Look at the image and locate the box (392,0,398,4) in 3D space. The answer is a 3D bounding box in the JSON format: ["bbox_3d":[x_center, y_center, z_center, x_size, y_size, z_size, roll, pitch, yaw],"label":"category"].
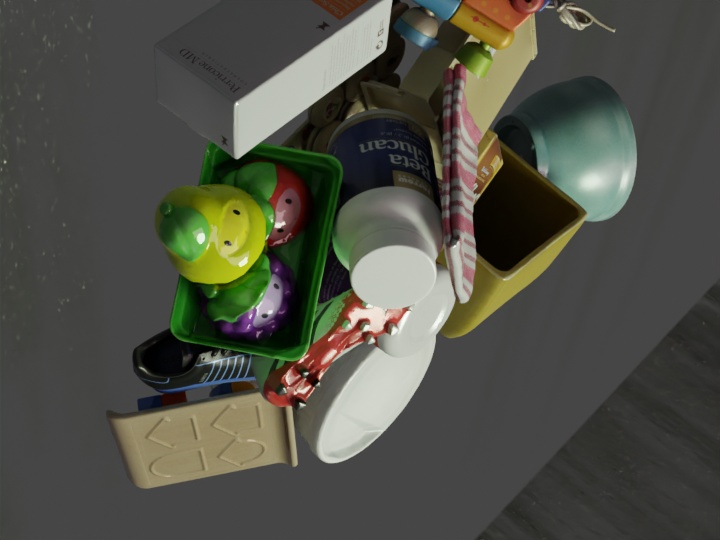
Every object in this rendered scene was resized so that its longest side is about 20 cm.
[{"bbox_3d":[0.037,-0.324,1.332,0.200,0.038,0.137,-39,156,-32],"label":"box"}]

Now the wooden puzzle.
[{"bbox_3d":[-0.175,0.180,1.560,0.199,0.046,0.185,-6,148,-4],"label":"wooden puzzle"}]

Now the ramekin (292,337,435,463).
[{"bbox_3d":[-0.012,0.117,1.612,0.202,0.094,0.203,-41,153,-26],"label":"ramekin"}]

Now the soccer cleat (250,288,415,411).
[{"bbox_3d":[-0.029,0.057,1.409,0.200,0.085,0.069,-43,132,-1],"label":"soccer cleat"}]

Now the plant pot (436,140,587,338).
[{"bbox_3d":[0.138,-0.028,1.815,0.195,0.194,0.200,-35,158,-40],"label":"plant pot"}]

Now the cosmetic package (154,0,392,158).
[{"bbox_3d":[-0.075,-0.196,1.215,0.200,0.101,0.071,-41,156,-30],"label":"cosmetic package"}]

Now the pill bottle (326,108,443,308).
[{"bbox_3d":[0.025,-0.060,1.365,0.200,0.111,0.111,-96,-162,-47],"label":"pill bottle"}]

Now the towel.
[{"bbox_3d":[0.101,-0.084,1.375,0.146,0.030,0.201,67,23,-66],"label":"towel"}]

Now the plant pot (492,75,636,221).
[{"bbox_3d":[0.260,-0.158,1.885,0.134,0.201,0.201,-10,139,-26],"label":"plant pot"}]

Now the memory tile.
[{"bbox_3d":[-0.003,-0.183,1.479,0.153,0.017,0.200,-42,153,-32],"label":"memory tile"}]

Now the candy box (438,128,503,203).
[{"bbox_3d":[0.088,-0.077,1.633,0.200,0.056,0.117,-56,165,-5],"label":"candy box"}]

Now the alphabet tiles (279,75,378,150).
[{"bbox_3d":[-0.040,-0.129,1.526,0.200,0.006,0.167,-46,158,-17],"label":"alphabet tiles"}]

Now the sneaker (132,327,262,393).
[{"bbox_3d":[-0.142,0.080,1.454,0.199,0.070,0.078,-18,161,4],"label":"sneaker"}]

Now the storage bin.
[{"bbox_3d":[0.101,-0.224,1.506,0.200,0.094,0.199,-57,160,-14],"label":"storage bin"}]

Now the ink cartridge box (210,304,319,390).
[{"bbox_3d":[-0.084,0.096,1.676,0.200,0.084,0.146,-44,157,-20],"label":"ink cartridge box"}]

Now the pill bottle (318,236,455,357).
[{"bbox_3d":[0.000,0.000,1.512,0.112,0.200,0.113,-38,149,-29],"label":"pill bottle"}]

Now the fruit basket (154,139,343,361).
[{"bbox_3d":[-0.108,-0.026,1.299,0.216,0.155,0.216,11,90,-89],"label":"fruit basket"}]

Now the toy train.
[{"bbox_3d":[0.139,-0.238,1.364,0.116,0.200,0.085,-57,-167,17],"label":"toy train"}]
